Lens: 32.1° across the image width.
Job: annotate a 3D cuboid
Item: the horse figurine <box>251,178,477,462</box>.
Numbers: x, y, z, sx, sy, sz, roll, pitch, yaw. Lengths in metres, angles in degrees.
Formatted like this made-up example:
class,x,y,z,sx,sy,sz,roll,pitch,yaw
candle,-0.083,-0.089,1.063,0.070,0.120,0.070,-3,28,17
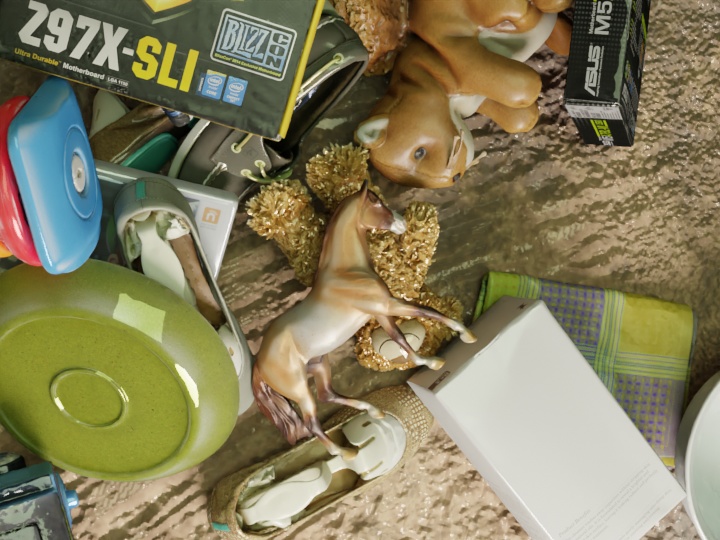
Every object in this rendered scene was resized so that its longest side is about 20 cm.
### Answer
class,x,y,z,sx,sy,sz,roll,pitch,yaw
horse figurine,-0.015,0.050,0.891,0.133,0.050,0.200,41,111,-7

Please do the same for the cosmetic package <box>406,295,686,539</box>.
class,x,y,z,sx,sy,sz,roll,pitch,yaw
cosmetic package,0.143,0.129,0.968,0.113,0.081,0.200,-38,99,-10

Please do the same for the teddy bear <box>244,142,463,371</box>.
class,x,y,z,sx,sy,sz,roll,pitch,yaw
teddy bear,0.000,0.000,0.930,0.145,0.067,0.200,-20,114,-12

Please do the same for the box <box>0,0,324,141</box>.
class,x,y,z,sx,sy,sz,roll,pitch,yaw
box,-0.122,-0.186,0.793,0.200,0.049,0.160,17,102,-5

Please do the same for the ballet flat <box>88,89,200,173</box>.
class,x,y,z,sx,sy,sz,roll,pitch,yaw
ballet flat,-0.149,-0.121,0.922,0.200,0.068,0.072,-39,82,-1

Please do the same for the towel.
class,x,y,z,sx,sy,sz,roll,pitch,yaw
towel,0.183,0.082,1.029,0.200,0.023,0.144,12,88,-14

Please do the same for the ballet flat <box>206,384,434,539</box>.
class,x,y,z,sx,sy,sz,roll,pitch,yaw
ballet flat,-0.022,0.153,0.955,0.200,0.065,0.071,-30,99,-12

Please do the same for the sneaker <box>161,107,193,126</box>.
class,x,y,z,sx,sy,sz,roll,pitch,yaw
sneaker,-0.147,-0.193,0.892,0.077,0.076,0.200,-33,70,-3

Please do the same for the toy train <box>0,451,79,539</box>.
class,x,y,z,sx,sy,sz,roll,pitch,yaw
toy train,-0.228,0.228,0.879,0.087,0.114,0.200,-15,94,-13

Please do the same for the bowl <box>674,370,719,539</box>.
class,x,y,z,sx,sy,sz,roll,pitch,yaw
bowl,0.336,0.154,1.032,0.201,0.090,0.201,0,90,-15

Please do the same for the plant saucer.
class,x,y,z,sx,sy,sz,roll,pitch,yaw
plant saucer,-0.184,0.080,0.867,0.200,0.031,0.200,6,126,8

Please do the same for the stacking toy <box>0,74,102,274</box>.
class,x,y,z,sx,sy,sz,roll,pitch,yaw
stacking toy,-0.276,-0.052,0.805,0.200,0.116,0.110,-6,117,6

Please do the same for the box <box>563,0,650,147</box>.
class,x,y,z,sx,sy,sz,roll,pitch,yaw
box,0.193,-0.202,0.944,0.047,0.200,0.193,4,89,15

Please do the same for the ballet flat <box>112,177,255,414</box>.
class,x,y,z,sx,sy,sz,roll,pitch,yaw
ballet flat,-0.124,0.032,0.875,0.067,0.064,0.200,-20,114,-3

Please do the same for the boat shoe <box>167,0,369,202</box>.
class,x,y,z,sx,sy,sz,roll,pitch,yaw
boat shoe,-0.070,-0.100,0.902,0.060,0.072,0.202,48,114,21

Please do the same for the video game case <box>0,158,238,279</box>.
class,x,y,z,sx,sy,sz,roll,pitch,yaw
video game case,-0.207,0.007,0.898,0.200,0.023,0.182,13,109,-13

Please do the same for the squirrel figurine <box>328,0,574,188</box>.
class,x,y,z,sx,sy,sz,roll,pitch,yaw
squirrel figurine,0.048,-0.165,0.954,0.200,0.142,0.187,37,95,7
